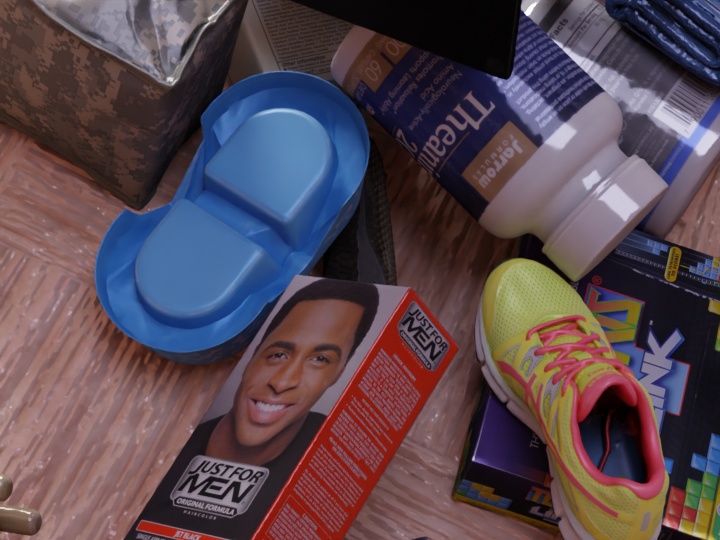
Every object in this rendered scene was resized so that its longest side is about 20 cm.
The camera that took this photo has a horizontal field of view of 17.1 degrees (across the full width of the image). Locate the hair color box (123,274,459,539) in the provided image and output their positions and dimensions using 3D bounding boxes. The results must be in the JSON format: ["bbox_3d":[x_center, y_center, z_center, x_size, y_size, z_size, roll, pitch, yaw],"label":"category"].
[{"bbox_3d":[-0.039,0.100,1.355,0.061,0.101,0.200,51,60,-34],"label":"hair color box"}]

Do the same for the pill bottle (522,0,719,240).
[{"bbox_3d":[0.140,-0.116,1.552,0.200,0.114,0.114,34,58,8],"label":"pill bottle"}]

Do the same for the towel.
[{"bbox_3d":[0.233,-0.169,1.577,0.112,0.049,0.200,37,19,12],"label":"towel"}]

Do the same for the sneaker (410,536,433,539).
[{"bbox_3d":[-0.033,0.204,1.338,0.200,0.085,0.075,-29,70,-26],"label":"sneaker"}]

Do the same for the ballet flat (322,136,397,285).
[{"bbox_3d":[0.000,0.000,1.489,0.046,0.067,0.200,31,44,-45],"label":"ballet flat"}]

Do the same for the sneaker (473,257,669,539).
[{"bbox_3d":[0.131,0.069,1.390,0.078,0.090,0.200,-16,63,-19],"label":"sneaker"}]

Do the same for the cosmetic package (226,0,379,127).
[{"bbox_3d":[-0.051,-0.187,1.571,0.103,0.073,0.200,-12,63,-20],"label":"cosmetic package"}]

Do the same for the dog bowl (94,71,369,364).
[{"bbox_3d":[-0.073,-0.028,1.455,0.111,0.050,0.200,32,74,20],"label":"dog bowl"}]

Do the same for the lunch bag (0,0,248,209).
[{"bbox_3d":[-0.181,-0.157,1.467,0.200,0.164,0.118,32,62,4],"label":"lunch bag"}]

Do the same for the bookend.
[{"bbox_3d":[0.043,-0.231,1.403,0.198,0.092,0.200,22,46,18],"label":"bookend"}]

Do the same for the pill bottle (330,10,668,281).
[{"bbox_3d":[0.087,-0.091,1.452,0.200,0.111,0.111,45,60,7],"label":"pill bottle"}]

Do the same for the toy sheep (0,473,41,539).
[{"bbox_3d":[-0.251,0.152,1.289,0.138,0.138,0.200,18,61,-3],"label":"toy sheep"}]

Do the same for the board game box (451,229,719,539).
[{"bbox_3d":[0.161,0.071,1.481,0.165,0.057,0.200,19,57,-4],"label":"board game box"}]
